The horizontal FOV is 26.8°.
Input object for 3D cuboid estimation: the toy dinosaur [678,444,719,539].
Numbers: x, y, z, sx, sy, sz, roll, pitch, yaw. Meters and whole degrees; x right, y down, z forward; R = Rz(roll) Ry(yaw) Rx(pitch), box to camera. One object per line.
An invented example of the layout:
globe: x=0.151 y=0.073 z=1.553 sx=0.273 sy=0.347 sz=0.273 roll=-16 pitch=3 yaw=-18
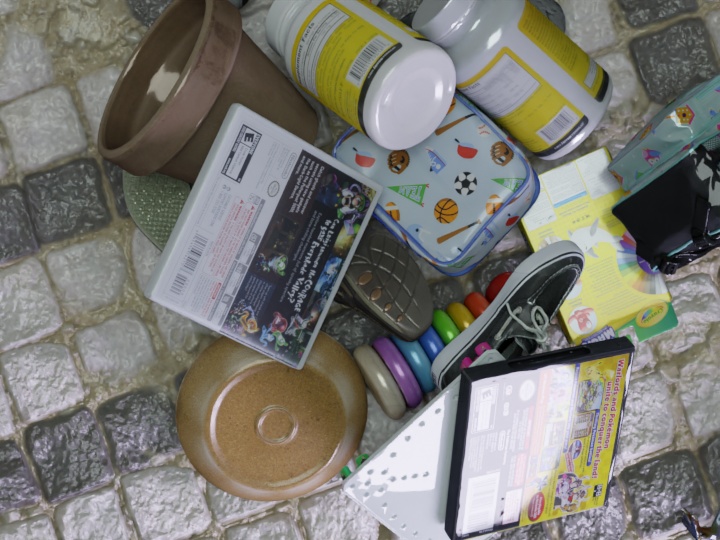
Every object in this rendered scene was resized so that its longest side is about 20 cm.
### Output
toy dinosaur: x=0.421 y=0.230 z=1.556 sx=0.180 sy=0.105 sz=0.201 roll=-27 pitch=124 yaw=-13

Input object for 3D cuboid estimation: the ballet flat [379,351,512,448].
ballet flat: x=0.105 y=0.162 z=1.546 sx=0.199 sy=0.069 sz=0.071 roll=-37 pitch=43 yaw=1

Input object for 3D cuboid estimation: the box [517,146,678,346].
box: x=0.241 y=-0.013 z=1.570 sx=0.116 sy=0.048 sz=0.202 roll=-22 pitch=84 yaw=0

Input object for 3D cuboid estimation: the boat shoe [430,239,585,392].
boat shoe: x=0.158 y=0.057 z=1.498 sx=0.199 sy=0.074 sz=0.068 roll=-42 pitch=45 yaw=-4

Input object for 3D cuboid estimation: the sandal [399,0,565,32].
sandal: x=0.117 y=-0.251 z=1.587 sx=0.198 sy=0.043 sz=0.077 roll=-14 pitch=87 yaw=0

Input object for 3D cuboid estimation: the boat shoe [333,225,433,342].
boat shoe: x=0.000 y=0.000 z=1.551 sx=0.074 sy=0.074 sz=0.200 roll=-31 pitch=67 yaw=-27

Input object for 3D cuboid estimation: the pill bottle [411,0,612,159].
pill bottle: x=0.150 y=-0.211 z=1.520 sx=0.199 sy=0.112 sz=0.112 roll=38 pitch=88 yaw=-19

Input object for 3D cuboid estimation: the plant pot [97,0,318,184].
plant pot: x=-0.139 y=-0.158 z=1.519 sx=0.174 sy=0.200 sz=0.202 roll=30 pitch=87 yaw=-26

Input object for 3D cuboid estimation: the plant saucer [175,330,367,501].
plant saucer: x=-0.087 y=0.151 z=1.533 sx=0.198 sy=0.035 sz=0.202 roll=-3 pitch=109 yaw=-8

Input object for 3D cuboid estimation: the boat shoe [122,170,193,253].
boat shoe: x=-0.184 y=-0.045 z=1.575 sx=0.074 sy=0.062 sz=0.201 roll=-36 pitch=71 yaw=1

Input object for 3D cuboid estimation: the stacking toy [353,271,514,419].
stacking toy: x=0.095 y=0.069 z=1.558 sx=0.199 sy=0.085 sz=0.086 roll=-31 pitch=86 yaw=-7

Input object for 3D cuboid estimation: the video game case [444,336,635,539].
video game case: x=0.174 y=0.167 z=1.487 sx=0.179 sy=0.026 sz=0.202 roll=-9 pitch=124 yaw=-20

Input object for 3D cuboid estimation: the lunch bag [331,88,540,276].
lunch bag: x=0.072 y=-0.101 z=1.547 sx=0.160 sy=0.075 sz=0.200 roll=-47 pitch=70 yaw=6

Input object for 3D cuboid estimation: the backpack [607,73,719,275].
backpack: x=0.358 y=-0.108 z=1.503 sx=0.199 sy=0.176 sz=0.154 roll=-24 pitch=78 yaw=-27

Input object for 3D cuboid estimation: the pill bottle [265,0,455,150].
pill bottle: x=-0.007 y=-0.212 z=1.505 sx=0.111 sy=0.111 sz=0.200 roll=-49 pitch=52 yaw=-2

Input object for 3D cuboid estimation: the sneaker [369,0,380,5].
sneaker: x=0.055 y=-0.342 z=1.580 sx=0.093 sy=0.070 sz=0.201 roll=26 pitch=85 yaw=9

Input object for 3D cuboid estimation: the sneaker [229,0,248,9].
sneaker: x=-0.078 y=-0.351 z=1.584 sx=0.077 sy=0.078 sz=0.201 roll=35 pitch=89 yaw=-6

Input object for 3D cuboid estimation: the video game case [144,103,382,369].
video game case: x=-0.090 y=-0.030 z=1.454 sx=0.181 sy=0.023 sz=0.202 roll=28 pitch=84 yaw=-30

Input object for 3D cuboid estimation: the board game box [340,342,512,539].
board game box: x=0.104 y=0.188 z=1.499 sx=0.200 sy=0.026 sz=0.200 roll=-42 pitch=129 yaw=5
